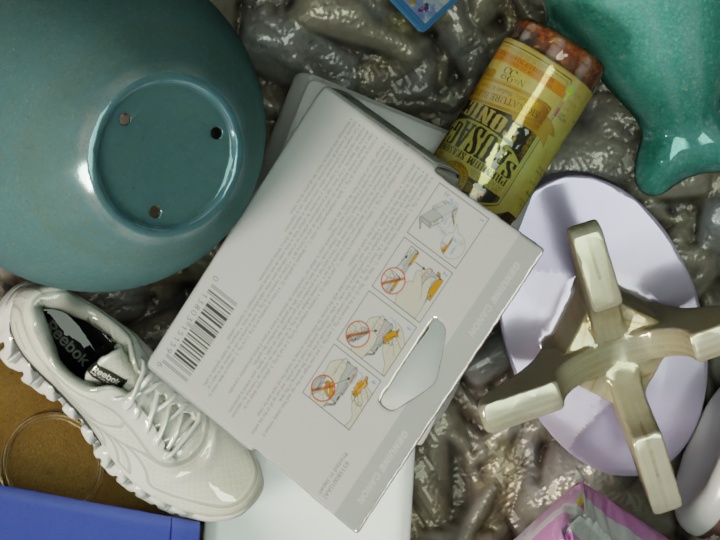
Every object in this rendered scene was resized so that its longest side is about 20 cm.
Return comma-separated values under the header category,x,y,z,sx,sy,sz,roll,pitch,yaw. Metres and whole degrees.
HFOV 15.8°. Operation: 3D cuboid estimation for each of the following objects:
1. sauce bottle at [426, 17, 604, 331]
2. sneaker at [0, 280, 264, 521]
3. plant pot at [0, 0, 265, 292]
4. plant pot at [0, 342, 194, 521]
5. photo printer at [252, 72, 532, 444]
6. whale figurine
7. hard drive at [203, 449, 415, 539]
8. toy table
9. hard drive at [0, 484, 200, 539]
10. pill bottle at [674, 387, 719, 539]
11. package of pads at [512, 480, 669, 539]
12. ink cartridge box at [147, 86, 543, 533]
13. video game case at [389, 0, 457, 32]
category,x,y,z,sx,sy,sz,roll,pitch,yaw
sauce bottle,0.070,-0.051,1.533,0.066,0.066,0.201,30,87,-9
sneaker,-0.139,0.080,1.574,0.200,0.081,0.075,40,71,-8
plant pot,-0.133,-0.075,1.466,0.199,0.135,0.201,-6,104,-25
plant pot,-0.192,0.121,1.608,0.199,0.027,0.201,3,80,-16
photo printer,0.000,0.000,1.594,0.166,0.069,0.201,22,88,-5
whale figurine,0.184,-0.145,1.574,0.158,0.104,0.201,-15,100,0
hard drive,-0.033,0.142,1.641,0.131,0.026,0.201,3,90,-4
toy table,0.155,0.046,1.606,0.183,0.117,0.201,-30,102,3
hard drive,-0.198,0.195,1.545,0.199,0.025,0.133,12,57,-14
pill bottle,0.307,0.150,1.638,0.199,0.109,0.110,23,99,-7
package of pads,0.122,0.225,1.616,0.120,0.076,0.200,35,131,-9
ink cartridge box,-0.005,0.022,1.498,0.173,0.044,0.201,37,99,23
video game case,0.065,-0.258,1.563,0.200,0.018,0.143,-43,124,5
